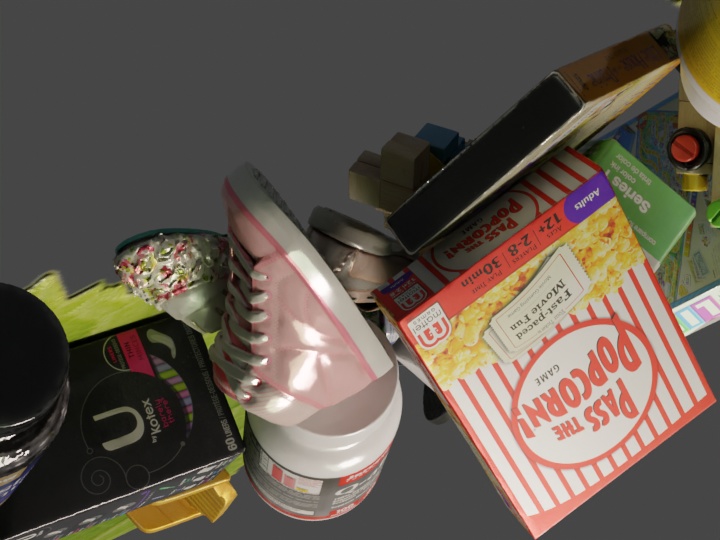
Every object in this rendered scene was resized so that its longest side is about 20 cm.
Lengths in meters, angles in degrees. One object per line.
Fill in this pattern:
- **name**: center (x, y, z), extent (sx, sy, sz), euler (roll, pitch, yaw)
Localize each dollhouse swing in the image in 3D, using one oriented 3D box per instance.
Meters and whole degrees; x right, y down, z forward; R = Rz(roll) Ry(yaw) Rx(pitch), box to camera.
- **dollhouse swing**: center (-0.238, 0.197, 1.269), extent (0.176, 0.182, 0.200), euler (-41, 175, -20)

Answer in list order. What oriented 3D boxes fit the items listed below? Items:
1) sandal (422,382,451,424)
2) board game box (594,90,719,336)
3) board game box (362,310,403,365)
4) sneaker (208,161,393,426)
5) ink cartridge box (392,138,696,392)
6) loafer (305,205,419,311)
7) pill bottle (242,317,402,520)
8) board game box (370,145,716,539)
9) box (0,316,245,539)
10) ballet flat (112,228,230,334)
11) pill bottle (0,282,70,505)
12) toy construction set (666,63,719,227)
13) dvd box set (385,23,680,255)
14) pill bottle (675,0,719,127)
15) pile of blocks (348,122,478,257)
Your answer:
- **sandal**: center (0.116, 0.053, 1.285), extent (0.075, 0.048, 0.201), euler (-12, -132, 57)
- **board game box**: center (0.223, -0.036, 1.085), extent (0.134, 0.201, 0.034), euler (-30, 131, 28)
- **board game box**: center (0.014, 0.045, 1.195), extent (0.199, 0.062, 0.200), euler (-11, -173, -28)
- **sneaker**: center (-0.059, 0.028, 0.892), extent (0.104, 0.075, 0.201), euler (-33, 137, -2)
- **ink cartridge box**: center (0.122, 0.011, 1.011), extent (0.201, 0.084, 0.145), euler (-53, -168, -4)
- **loafer**: center (0.000, 0.000, 1.039), extent (0.063, 0.072, 0.200), euler (-65, 161, 1)
- **pill bottle**: center (-0.030, 0.109, 1.074), extent (0.115, 0.116, 0.200), euler (-21, 161, -14)
- **board game box**: center (0.118, 0.048, 0.889), extent (0.151, 0.201, 0.046), euler (-37, -149, -5)
- **box**: center (-0.208, 0.127, 1.100), extent (0.199, 0.123, 0.106), euler (-18, 167, -26)
- **ballet flat**: center (-0.093, 0.011, 0.967), extent (0.075, 0.064, 0.200), euler (-27, 167, 20)
- **pill bottle**: center (-0.240, 0.082, 0.872), extent (0.111, 0.113, 0.200), euler (-17, 167, -29)
- **toy construction set**: center (0.274, -0.104, 0.948), extent (0.130, 0.202, 0.092), euler (5, 174, 30)
- **dvd box set**: center (0.114, -0.085, 0.883), extent (0.146, 0.029, 0.200), euler (-41, 174, 34)
- **pill bottle**: center (0.241, -0.147, 0.808), extent (0.111, 0.113, 0.200), euler (-22, 168, -6)
- **pile of blocks**: center (0.038, -0.061, 0.956), extent (0.062, 0.083, 0.200), euler (19, 171, 20)
